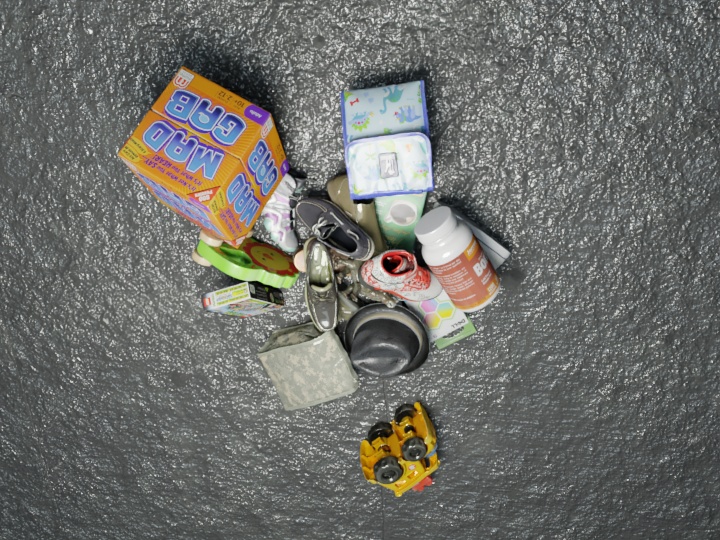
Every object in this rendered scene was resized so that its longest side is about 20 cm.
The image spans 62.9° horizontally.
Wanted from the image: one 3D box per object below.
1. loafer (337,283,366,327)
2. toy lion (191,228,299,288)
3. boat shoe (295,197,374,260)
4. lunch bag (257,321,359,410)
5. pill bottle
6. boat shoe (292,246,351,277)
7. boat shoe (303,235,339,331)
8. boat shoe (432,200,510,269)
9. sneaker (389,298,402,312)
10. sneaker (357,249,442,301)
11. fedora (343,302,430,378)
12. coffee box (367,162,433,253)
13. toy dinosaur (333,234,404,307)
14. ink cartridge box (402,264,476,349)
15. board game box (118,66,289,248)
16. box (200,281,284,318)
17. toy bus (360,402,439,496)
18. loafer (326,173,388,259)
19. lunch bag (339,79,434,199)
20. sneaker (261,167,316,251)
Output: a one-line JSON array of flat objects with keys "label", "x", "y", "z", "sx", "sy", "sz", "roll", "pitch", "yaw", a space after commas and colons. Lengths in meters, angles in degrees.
[{"label": "loafer", "x": -0.047, "y": 0.077, "z": 1.321, "sx": 0.199, "sy": 0.075, "sz": 0.070, "roll": 42, "pitch": 105, "yaw": -11}, {"label": "toy lion", "x": -0.226, "y": -0.023, "z": 1.239, "sx": 0.190, "sy": 0.199, "sz": 0.070, "roll": 34, "pitch": 110, "yaw": 12}, {"label": "boat shoe", "x": -0.061, "y": -0.088, "z": 1.163, "sx": 0.198, "sy": 0.062, "sz": 0.074, "roll": 36, "pitch": 105, "yaw": 22}, {"label": "lunch bag", "x": -0.108, "y": 0.210, "z": 1.344, "sx": 0.196, "sy": 0.118, "sz": 0.167, "roll": -15, "pitch": 111, "yaw": 26}, {"label": "pill bottle", "x": 0.192, "y": -0.024, "z": 1.177, "sx": 0.111, "sy": 0.113, "sz": 0.201, "roll": -30, "pitch": 117, "yaw": 15}, {"label": "boat shoe", "x": -0.050, "y": -0.026, "z": 1.284, "sx": 0.195, "sy": 0.070, "sz": 0.072, "roll": 6, "pitch": 97, "yaw": -9}, {"label": "boat shoe", "x": -0.083, "y": 0.033, "z": 1.220, "sx": 0.070, "sy": 0.066, "sz": 0.206, "roll": -7, "pitch": 99, "yaw": -5}, {"label": "boat shoe", "x": 0.225, "y": -0.071, "z": 1.246, "sx": 0.198, "sy": 0.072, "sz": 0.066, "roll": 33, "pitch": 106, "yaw": -17}, {"label": "sneaker", "x": 0.098, "y": 0.132, "z": 1.341, "sx": 0.102, "sy": 0.076, "sz": 0.205, "roll": -2, "pitch": 115, "yaw": -12}, {"label": "sneaker", "x": 0.101, "y": 0.012, "z": 1.173, "sx": 0.197, "sy": 0.108, "sz": 0.069, "roll": 11, "pitch": 69, "yaw": -23}, {"label": "fedora", "x": 0.048, "y": 0.168, "z": 1.259, "sx": 0.195, "sy": 0.092, "sz": 0.205, "roll": 7, "pitch": 115, "yaw": 14}, {"label": "coffee box", "x": 0.074, "y": -0.139, "z": 1.242, "sx": 0.120, "sy": 0.044, "sz": 0.205, "roll": 12, "pitch": 111, "yaw": 3}, {"label": "toy dinosaur", "x": 0.000, "y": 0.000, "z": 1.235, "sx": 0.101, "sy": 0.077, "sz": 0.203, "roll": -30, "pitch": 92, "yaw": -22}, {"label": "ink cartridge box", "x": 0.174, "y": 0.091, "z": 1.314, "sx": 0.102, "sy": 0.060, "sz": 0.202, "roll": -27, "pitch": 107, "yaw": 13}, {"label": "board game box", "x": -0.279, "y": -0.204, "z": 1.101, "sx": 0.197, "sy": 0.201, "sz": 0.202, "roll": 28, "pitch": 76, "yaw": 12}, {"label": "box", "x": -0.249, "y": 0.066, "z": 1.275, "sx": 0.108, "sy": 0.200, "sz": 0.036, "roll": -16, "pitch": 78, "yaw": 11}, {"label": "toy bus", "x": 0.125, "y": 0.451, "z": 1.430, "sx": 0.199, "sy": 0.137, "sz": 0.192, "roll": -40, "pitch": 116, "yaw": 15}, {"label": "loafer", "x": 0.001, "y": -0.110, "z": 1.201, "sx": 0.067, "sy": 0.076, "sz": 0.203, "roll": -32, "pitch": 89, "yaw": 37}, {"label": "lunch bag", "x": 0.053, "y": -0.244, "z": 1.131, "sx": 0.165, "sy": 0.127, "sz": 0.206, "roll": -5, "pitch": 86, "yaw": 9}, {"label": "sneaker", "x": -0.146, "y": -0.149, "z": 1.241, "sx": 0.137, "sy": 0.078, "sz": 0.203, "roll": -23, "pitch": 108, "yaw": 14}]
